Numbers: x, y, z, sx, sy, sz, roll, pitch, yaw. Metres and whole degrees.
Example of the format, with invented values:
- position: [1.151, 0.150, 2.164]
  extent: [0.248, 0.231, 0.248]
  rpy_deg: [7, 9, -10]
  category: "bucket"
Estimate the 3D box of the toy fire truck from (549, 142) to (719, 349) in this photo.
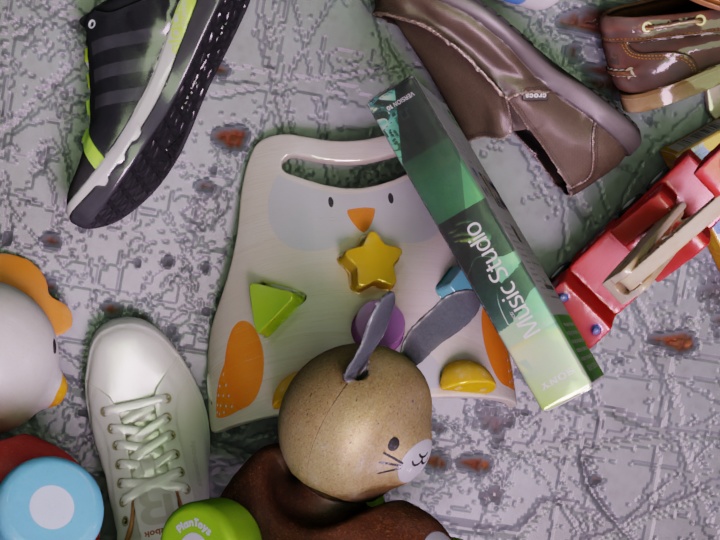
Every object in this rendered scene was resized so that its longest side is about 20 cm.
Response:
- position: [0.181, -0.016, 1.141]
  extent: [0.049, 0.141, 0.200]
  rpy_deg: [45, 108, -2]
  category: "toy fire truck"

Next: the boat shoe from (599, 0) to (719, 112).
- position: [0.249, -0.165, 1.181]
  extent: [0.200, 0.070, 0.070]
  rpy_deg: [-21, 106, -5]
  category: "boat shoe"

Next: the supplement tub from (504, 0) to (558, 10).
- position: [0.042, -0.245, 1.122]
  extent: [0.200, 0.132, 0.132]
  rpy_deg: [15, 94, -11]
  category: "supplement tub"

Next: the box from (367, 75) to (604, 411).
- position: [0.076, -0.013, 1.090]
  extent: [0.036, 0.144, 0.200]
  rpy_deg: [-32, 83, 8]
  category: "box"

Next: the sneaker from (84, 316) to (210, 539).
- position: [-0.123, 0.128, 1.162]
  extent: [0.073, 0.085, 0.200]
  rpy_deg: [-14, 97, -6]
  category: "sneaker"

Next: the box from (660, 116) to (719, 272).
- position: [0.295, -0.019, 1.232]
  extent: [0.119, 0.041, 0.200]
  rpy_deg: [-29, 100, -2]
  category: "box"

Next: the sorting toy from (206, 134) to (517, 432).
- position: [0.000, 0.000, 1.175]
  extent: [0.200, 0.107, 0.180]
  rpy_deg: [-5, 78, -9]
  category: "sorting toy"

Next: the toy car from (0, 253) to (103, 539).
- position: [-0.220, 0.082, 1.122]
  extent: [0.177, 0.184, 0.200]
  rpy_deg: [25, 64, -11]
  category: "toy car"

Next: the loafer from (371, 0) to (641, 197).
- position: [0.084, -0.114, 1.172]
  extent: [0.200, 0.073, 0.071]
  rpy_deg: [34, 91, -11]
  category: "loafer"

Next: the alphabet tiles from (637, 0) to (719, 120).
- position: [0.277, -0.200, 1.225]
  extent: [0.200, 0.015, 0.196]
  rpy_deg: [-7, 97, -8]
  category: "alphabet tiles"

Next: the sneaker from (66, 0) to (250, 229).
- position: [-0.139, -0.123, 1.150]
  extent: [0.083, 0.072, 0.200]
  rpy_deg: [28, 90, 13]
  category: "sneaker"

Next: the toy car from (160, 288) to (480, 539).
- position: [0.010, 0.103, 1.045]
  extent: [0.158, 0.164, 0.200]
  rpy_deg: [29, 106, 28]
  category: "toy car"

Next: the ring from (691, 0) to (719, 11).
- position: [0.249, -0.251, 1.169]
  extent: [0.200, 0.019, 0.201]
  rpy_deg: [1, 72, -2]
  category: "ring"
